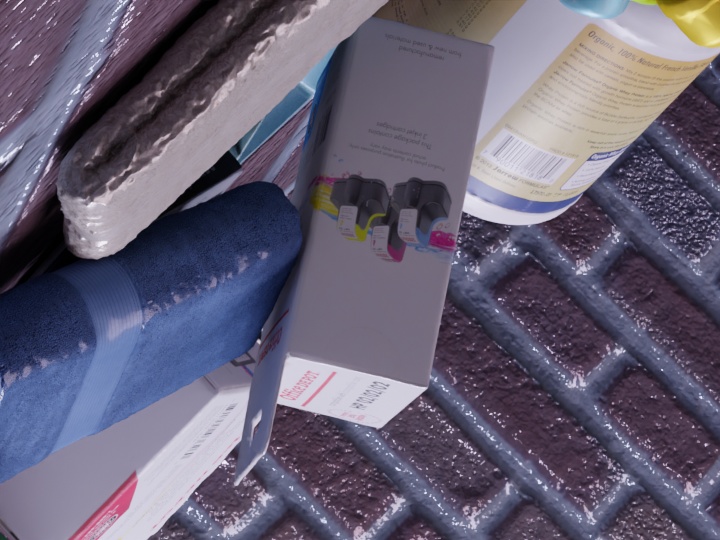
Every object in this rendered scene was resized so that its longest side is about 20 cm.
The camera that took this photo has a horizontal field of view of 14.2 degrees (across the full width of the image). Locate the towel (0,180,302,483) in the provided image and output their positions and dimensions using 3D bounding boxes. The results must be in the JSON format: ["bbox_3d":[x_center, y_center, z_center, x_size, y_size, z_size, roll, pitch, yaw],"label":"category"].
[{"bbox_3d":[-0.117,0.029,1.216,0.200,0.049,0.112,-27,159,-37],"label":"towel"}]

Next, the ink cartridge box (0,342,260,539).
[{"bbox_3d":[-0.134,0.090,1.685,0.148,0.086,0.200,-46,173,6],"label":"ink cartridge box"}]

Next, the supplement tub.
[{"bbox_3d":[0.103,-0.133,1.421,0.200,0.144,0.144,-47,177,37],"label":"supplement tub"}]

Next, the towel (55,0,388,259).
[{"bbox_3d":[-0.043,-0.086,1.123,0.200,0.034,0.133,-44,176,-9],"label":"towel"}]

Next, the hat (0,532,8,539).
[{"bbox_3d":[-0.257,0.130,1.232,0.165,0.176,0.200,4,123,-44],"label":"hat"}]

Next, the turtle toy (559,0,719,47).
[{"bbox_3d":[0.106,-0.176,1.084,0.101,0.146,0.200,-13,-145,52],"label":"turtle toy"}]

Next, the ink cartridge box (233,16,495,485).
[{"bbox_3d":[0.000,0.000,1.301,0.115,0.068,0.201,129,-26,-75],"label":"ink cartridge box"}]

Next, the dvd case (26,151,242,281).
[{"bbox_3d":[-0.147,0.028,1.339,0.200,0.025,0.150,-46,177,22],"label":"dvd case"}]

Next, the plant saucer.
[{"bbox_3d":[-0.020,-0.106,1.323,0.070,0.019,0.200,-44,176,-27],"label":"plant saucer"}]

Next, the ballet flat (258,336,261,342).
[{"bbox_3d":[-0.110,0.057,1.872,0.074,0.074,0.200,-46,177,25],"label":"ballet flat"}]
